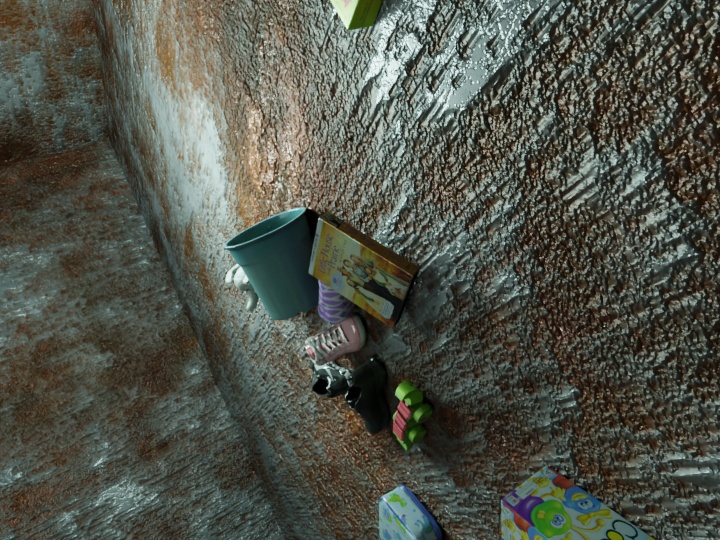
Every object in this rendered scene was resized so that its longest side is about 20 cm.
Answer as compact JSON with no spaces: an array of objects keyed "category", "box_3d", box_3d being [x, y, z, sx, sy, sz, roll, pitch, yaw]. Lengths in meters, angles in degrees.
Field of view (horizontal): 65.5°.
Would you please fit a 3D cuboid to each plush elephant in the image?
[{"category":"plush elephant","box_3d":[-0.257,0.031,1.454,0.164,0.153,0.203,6,115,60]}]

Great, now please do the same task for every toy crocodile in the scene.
[{"category":"toy crocodile","box_3d":[0.093,0.290,1.104,0.068,0.061,0.202,47,147,34]}]

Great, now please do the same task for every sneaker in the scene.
[{"category":"sneaker","box_3d":[-0.062,0.163,1.252,0.076,0.103,0.200,64,152,10]},{"category":"sneaker","box_3d":[0.008,0.284,1.226,0.076,0.090,0.203,30,136,47]},{"category":"sneaker","box_3d":[-0.093,0.264,1.395,0.199,0.089,0.068,19,125,56]}]

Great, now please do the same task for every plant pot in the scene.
[{"category":"plant pot","box_3d":[-0.174,-0.009,1.256,0.199,0.199,0.199,9,126,59]}]

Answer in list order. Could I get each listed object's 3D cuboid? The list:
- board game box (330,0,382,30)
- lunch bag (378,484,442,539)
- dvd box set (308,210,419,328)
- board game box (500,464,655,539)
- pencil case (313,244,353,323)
[{"category":"board game box","box_3d":[0.008,-0.436,0.741,0.103,0.047,0.200,61,152,13]},{"category":"lunch bag","box_3d":[0.114,0.608,1.278,0.160,0.081,0.203,39,141,45]},{"category":"dvd box set","box_3d":[0.000,0.000,1.006,0.198,0.029,0.148,33,137,14]},{"category":"board game box","box_3d":[0.296,0.377,0.746,0.199,0.104,0.105,27,133,51]},{"category":"pencil case","box_3d":[-0.056,0.014,1.150,0.085,0.083,0.203,32,138,33]}]
